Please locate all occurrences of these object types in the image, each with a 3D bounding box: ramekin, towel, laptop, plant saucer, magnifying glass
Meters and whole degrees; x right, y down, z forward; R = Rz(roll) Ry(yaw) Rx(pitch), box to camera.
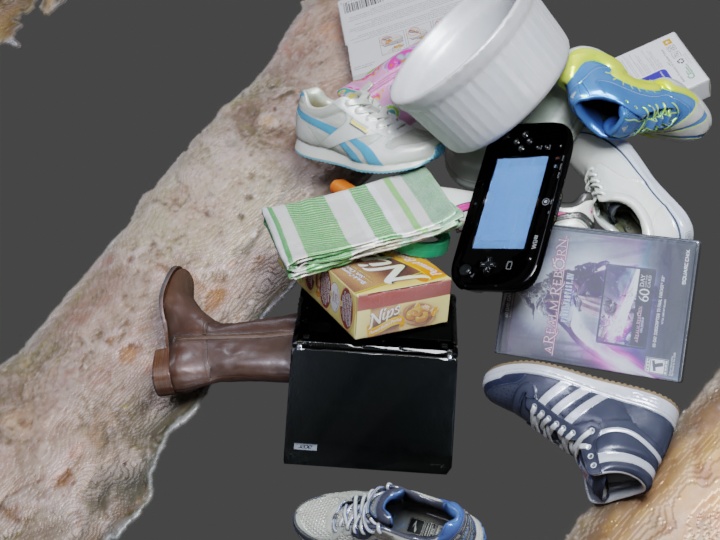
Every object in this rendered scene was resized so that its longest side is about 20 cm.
[{"bbox_3d":[0.136,-0.225,1.370,0.200,0.098,0.201,-40,22,19],"label":"ramekin"},{"bbox_3d":[-0.001,-0.058,1.353,0.198,0.024,0.153,-17,31,-8],"label":"towel"},{"bbox_3d":[0.014,0.110,1.327,0.175,0.104,0.201,4,29,0],"label":"laptop"},{"bbox_3d":[0.173,-0.185,1.456,0.199,0.050,0.202,-25,42,25],"label":"plant saucer"},{"bbox_3d":[0.027,-0.060,1.408,0.079,0.023,0.200,-7,29,-34],"label":"magnifying glass"}]

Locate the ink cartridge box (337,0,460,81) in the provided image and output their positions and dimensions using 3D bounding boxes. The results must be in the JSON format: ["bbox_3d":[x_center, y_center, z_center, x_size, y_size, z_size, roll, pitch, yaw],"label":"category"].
[{"bbox_3d":[0.077,-0.316,1.628,0.198,0.045,0.178,-16,50,9],"label":"ink cartridge box"}]

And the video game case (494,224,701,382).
[{"bbox_3d":[0.244,0.030,1.287,0.198,0.019,0.145,8,88,24],"label":"video game case"}]

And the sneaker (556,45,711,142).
[{"bbox_3d":[0.302,-0.169,1.368,0.198,0.076,0.106,19,44,-13],"label":"sneaker"}]

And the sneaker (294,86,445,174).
[{"bbox_3d":[0.006,-0.165,1.450,0.198,0.082,0.076,12,25,28],"label":"sneaker"}]

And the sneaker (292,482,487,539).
[{"bbox_3d":[0.022,0.239,1.212,0.198,0.085,0.078,0,55,21],"label":"sneaker"}]

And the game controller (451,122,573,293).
[{"bbox_3d":[0.161,-0.067,1.301,0.104,0.042,0.202,-5,60,44],"label":"game controller"}]

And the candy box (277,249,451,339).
[{"bbox_3d":[0.000,0.000,1.357,0.114,0.056,0.200,-10,29,-26],"label":"candy box"}]

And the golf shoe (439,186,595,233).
[{"bbox_3d":[0.167,-0.069,1.379,0.198,0.072,0.093,18,95,25],"label":"golf shoe"}]

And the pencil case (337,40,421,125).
[{"bbox_3d":[0.064,-0.232,1.523,0.199,0.087,0.088,-29,49,14],"label":"pencil case"}]

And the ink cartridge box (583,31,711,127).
[{"bbox_3d":[0.304,-0.206,1.471,0.198,0.037,0.095,-22,50,1],"label":"ink cartridge box"}]

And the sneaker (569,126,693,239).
[{"bbox_3d":[0.279,-0.088,1.359,0.070,0.074,0.200,-16,47,-27],"label":"sneaker"}]

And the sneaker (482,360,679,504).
[{"bbox_3d":[0.203,0.159,1.215,0.198,0.070,0.109,10,57,23],"label":"sneaker"}]

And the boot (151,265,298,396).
[{"bbox_3d":[-0.131,0.060,1.419,0.198,0.064,0.188,-9,52,9],"label":"boot"}]
